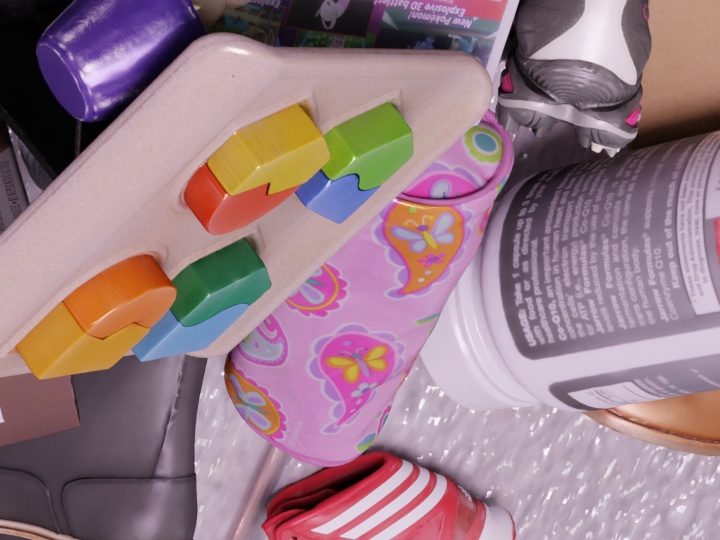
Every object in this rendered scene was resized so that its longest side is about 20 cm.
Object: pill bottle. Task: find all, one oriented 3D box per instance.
[{"bbox_3d":[0.127,0.002,1.282,0.200,0.114,0.114,-12,128,39],"label":"pill bottle"}]

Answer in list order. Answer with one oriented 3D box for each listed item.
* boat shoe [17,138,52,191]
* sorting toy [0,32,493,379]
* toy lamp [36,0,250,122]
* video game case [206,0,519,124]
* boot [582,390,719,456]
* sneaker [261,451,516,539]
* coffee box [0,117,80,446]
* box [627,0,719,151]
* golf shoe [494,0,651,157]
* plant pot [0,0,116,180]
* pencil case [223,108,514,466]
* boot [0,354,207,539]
[{"bbox_3d":[-0.074,-0.045,1.283,0.072,0.062,0.200,-36,138,24],"label":"boat shoe"},{"bbox_3d":[-0.052,-0.017,1.075,0.185,0.037,0.200,-42,161,23],"label":"sorting toy"},{"bbox_3d":[-0.027,-0.116,1.030,0.200,0.058,0.058,-32,121,-19],"label":"toy lamp"},{"bbox_3d":[-0.006,-0.150,1.084,0.200,0.023,0.183,4,111,-40],"label":"video game case"},{"bbox_3d":[0.201,0.007,1.370,0.199,0.077,0.156,1,117,-17],"label":"boot"},{"bbox_3d":[-0.023,0.175,1.412,0.115,0.078,0.200,34,92,-17],"label":"sneaker"},{"bbox_3d":[-0.191,0.001,1.201,0.113,0.200,0.080,-12,118,-7],"label":"coffee box"},{"bbox_3d":[0.203,-0.078,1.251,0.163,0.021,0.200,12,149,8],"label":"box"},{"bbox_3d":[0.093,-0.118,1.214,0.077,0.200,0.088,10,110,-9],"label":"golf shoe"},{"bbox_3d":[-0.061,-0.163,1.167,0.177,0.200,0.200,-5,117,-24],"label":"plant pot"},{"bbox_3d":[0.000,0.000,1.253,0.087,0.088,0.200,4,141,-16],"label":"pencil case"},{"bbox_3d":[-0.152,0.058,1.284,0.200,0.077,0.139,13,101,21],"label":"boot"}]
